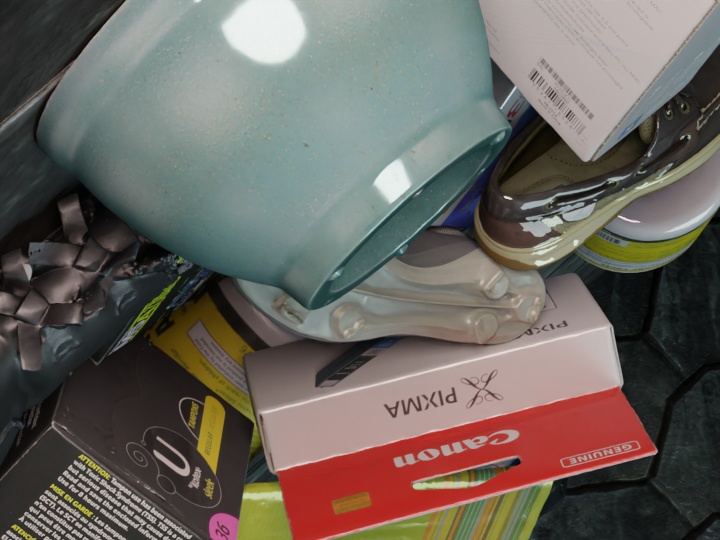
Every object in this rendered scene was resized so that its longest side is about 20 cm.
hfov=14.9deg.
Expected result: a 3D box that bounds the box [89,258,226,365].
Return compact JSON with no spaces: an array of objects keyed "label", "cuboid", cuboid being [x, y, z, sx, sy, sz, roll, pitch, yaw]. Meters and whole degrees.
[{"label":"box","cuboid":[-0.053,-0.055,1.439,0.193,0.048,0.200,-33,168,-41]}]

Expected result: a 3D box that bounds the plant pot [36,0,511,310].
[{"label":"plant pot","cuboid":[-0.020,-0.069,1.182,0.200,0.134,0.200,-40,173,-6]}]

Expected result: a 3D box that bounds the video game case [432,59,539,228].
[{"label":"video game case","cuboid":[0.108,-0.105,1.508,0.181,0.045,0.200,-55,158,16]}]

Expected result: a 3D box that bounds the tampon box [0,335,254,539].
[{"label":"tampon box","cuboid":[-0.170,0.145,1.492,0.200,0.126,0.150,-45,-163,22]}]

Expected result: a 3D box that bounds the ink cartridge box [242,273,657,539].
[{"label":"ink cartridge box","cuboid":[0.044,0.070,1.485,0.200,0.045,0.176,-14,-160,-3]}]

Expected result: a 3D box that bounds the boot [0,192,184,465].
[{"label":"boot","cuboid":[-0.169,0.044,1.348,0.162,0.073,0.198,-45,176,-18]}]

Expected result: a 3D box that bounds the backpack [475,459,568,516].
[{"label":"backpack","cuboid":[0.027,0.126,1.698,0.191,0.154,0.200,-49,169,4]}]

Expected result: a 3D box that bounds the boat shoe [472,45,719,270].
[{"label":"boat shoe","cuboid":[0.142,-0.078,1.457,0.201,0.072,0.066,-39,162,-17]}]

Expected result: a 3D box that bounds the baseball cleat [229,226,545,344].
[{"label":"baseball cleat","cuboid":[0.000,0.000,1.462,0.200,0.106,0.070,14,100,-34]}]

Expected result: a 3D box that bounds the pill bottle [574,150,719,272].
[{"label":"pill bottle","cuboid":[0.182,-0.060,1.820,0.112,0.112,0.200,-41,174,-6]}]

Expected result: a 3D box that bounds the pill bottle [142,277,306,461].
[{"label":"pill bottle","cuboid":[-0.104,0.076,1.675,0.200,0.111,0.111,-45,172,21]}]

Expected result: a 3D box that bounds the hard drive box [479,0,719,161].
[{"label":"hard drive box","cuboid":[0.106,-0.163,1.203,0.077,0.156,0.200,-38,173,-26]}]

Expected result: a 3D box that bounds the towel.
[{"label":"towel","cuboid":[0.012,0.144,1.563,0.200,0.018,0.086,-1,132,-25]}]
